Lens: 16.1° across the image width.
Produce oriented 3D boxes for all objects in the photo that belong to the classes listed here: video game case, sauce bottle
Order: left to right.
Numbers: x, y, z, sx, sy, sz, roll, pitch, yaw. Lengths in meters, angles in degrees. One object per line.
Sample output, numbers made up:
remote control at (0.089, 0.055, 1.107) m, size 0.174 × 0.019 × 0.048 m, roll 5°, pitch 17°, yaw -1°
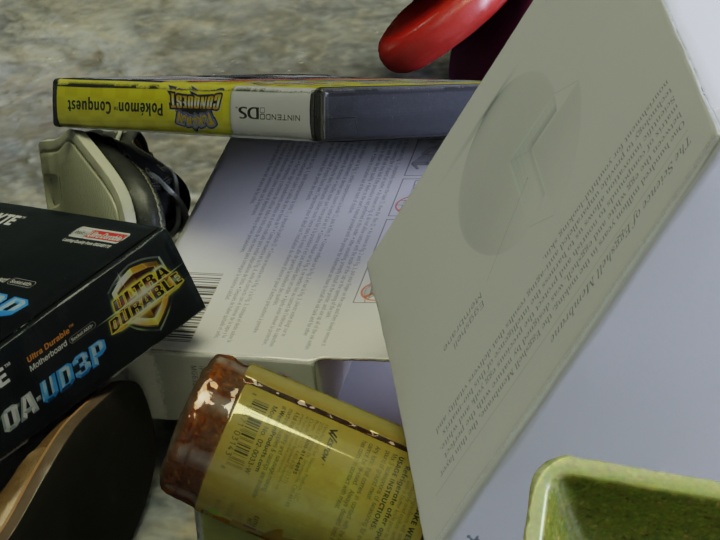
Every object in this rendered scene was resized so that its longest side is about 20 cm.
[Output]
video game case at (-0.016, -0.080, 1.229) m, size 0.180 × 0.026 × 0.199 m, roll 5°, pitch 7°, yaw 42°
sauce bottle at (0.020, 0.099, 1.011) m, size 0.199 × 0.066 × 0.066 m, roll 24°, pitch 38°, yaw 4°

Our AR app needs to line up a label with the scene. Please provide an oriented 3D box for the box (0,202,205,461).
box at (-0.186, 0.032, 1.149) m, size 0.159 × 0.046 × 0.200 m, roll -37°, pitch 24°, yaw -25°

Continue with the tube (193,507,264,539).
tube at (0.030, 0.100, 1.070) m, size 0.199 × 0.058 × 0.052 m, roll -6°, pitch 3°, yaw -5°

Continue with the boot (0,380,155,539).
boot at (-0.151, 0.113, 1.070) m, size 0.075 × 0.074 × 0.200 m, roll -1°, pitch 34°, yaw 28°

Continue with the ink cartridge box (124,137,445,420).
ink cartridge box at (0.000, 0.000, 1.194) m, size 0.175 × 0.045 × 0.200 m, roll 2°, pitch 34°, yaw 14°

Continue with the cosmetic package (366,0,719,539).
cosmetic package at (0.110, -0.002, 0.972) m, size 0.122 × 0.200 × 0.200 m, roll 23°, pitch 28°, yaw -19°

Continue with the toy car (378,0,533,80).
toy car at (0.075, -0.153, 1.354) m, size 0.175 × 0.199 × 0.151 m, roll -21°, pitch 48°, yaw 58°

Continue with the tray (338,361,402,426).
tray at (0.000, 0.043, 1.189) m, size 0.199 × 0.022 × 0.107 m, roll 18°, pitch 41°, yaw 34°

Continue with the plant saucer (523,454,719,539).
plant saucer at (0.139, 0.177, 0.836) m, size 0.199 × 0.048 × 0.201 m, roll 10°, pitch 68°, yaw -3°

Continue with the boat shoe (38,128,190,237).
boat shoe at (-0.115, -0.038, 1.255) m, size 0.067 × 0.072 × 0.200 m, roll -6°, pitch 10°, yaw -12°
